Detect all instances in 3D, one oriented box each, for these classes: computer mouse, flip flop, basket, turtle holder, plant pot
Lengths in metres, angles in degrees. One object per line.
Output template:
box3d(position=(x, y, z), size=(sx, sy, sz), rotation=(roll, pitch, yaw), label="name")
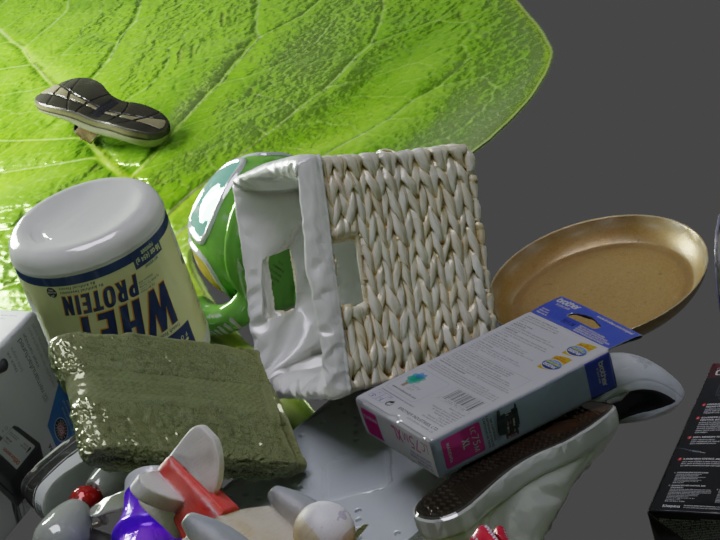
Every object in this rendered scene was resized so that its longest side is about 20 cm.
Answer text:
box3d(position=(0.163, 0.098, 1.632), size=(0.199, 0.044, 0.110), rotation=(-13, 25, -12), label="computer mouse")
box3d(position=(-0.306, -0.176, 2.403), size=(0.199, 0.058, 0.081), rotation=(21, 41, 29), label="flip flop")
box3d(position=(0.000, 0.000, 1.708), size=(0.160, 0.199, 0.200), rotation=(-8, 0, -21), label="basket")
box3d(position=(-0.100, -0.023, 1.954), size=(0.141, 0.187, 0.131), rotation=(0, 11, -45), label="turtle holder")
box3d(position=(0.212, 0.014, 1.801), size=(0.199, 0.028, 0.200), rotation=(-14, 30, 8), label="plant pot")

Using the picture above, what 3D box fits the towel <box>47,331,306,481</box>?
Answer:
box3d(position=(-0.148, 0.112, 1.647), size=(0.199, 0.037, 0.149), rotation=(6, 38, -30), label="towel")

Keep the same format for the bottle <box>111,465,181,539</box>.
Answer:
box3d(position=(-0.153, 0.240, 1.507), size=(0.065, 0.084, 0.201), rotation=(-7, 51, 3), label="bottle")

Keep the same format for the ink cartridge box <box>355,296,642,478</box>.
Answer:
box3d(position=(0.111, 0.088, 1.579), size=(0.199, 0.042, 0.119), rotation=(-27, 25, -20), label="ink cartridge box")

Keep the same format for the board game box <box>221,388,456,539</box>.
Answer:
box3d(position=(0.001, 0.174, 1.648), size=(0.199, 0.026, 0.200), rotation=(14, 43, 45), label="board game box")

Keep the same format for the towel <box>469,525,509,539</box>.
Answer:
box3d(position=(0.043, 0.273, 1.339), size=(0.200, 0.022, 0.145), rotation=(-52, 21, 13), label="towel")

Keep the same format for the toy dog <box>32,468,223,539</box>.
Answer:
box3d(position=(-0.180, 0.191, 1.653), size=(0.096, 0.132, 0.200), rotation=(34, 57, 6), label="toy dog")

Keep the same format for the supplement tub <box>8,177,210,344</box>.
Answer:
box3d(position=(-0.220, 0.033, 1.834), size=(0.144, 0.201, 0.145), rotation=(-14, 29, 8), label="supplement tub")

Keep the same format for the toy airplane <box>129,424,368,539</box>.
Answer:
box3d(position=(-0.070, 0.196, 1.448), size=(0.141, 0.199, 0.200), rotation=(-30, 35, 17), label="toy airplane")

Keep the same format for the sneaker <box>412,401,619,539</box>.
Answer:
box3d(position=(0.123, 0.170, 1.532), size=(0.200, 0.085, 0.073), rotation=(-31, 23, -31), label="sneaker")

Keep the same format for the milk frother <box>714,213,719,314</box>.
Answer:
box3d(position=(0.404, -0.023, 1.674), size=(0.187, 0.182, 0.200), rotation=(-4, -11, 23), label="milk frother")

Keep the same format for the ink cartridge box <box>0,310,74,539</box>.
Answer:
box3d(position=(-0.340, 0.149, 1.762), size=(0.083, 0.146, 0.200), rotation=(0, 34, 29), label="ink cartridge box")

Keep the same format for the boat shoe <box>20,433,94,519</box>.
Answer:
box3d(position=(-0.206, 0.145, 1.770), size=(0.200, 0.071, 0.064), rotation=(-32, 33, -20), label="boat shoe")

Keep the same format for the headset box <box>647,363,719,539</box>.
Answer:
box3d(position=(0.311, 0.141, 1.475), size=(0.148, 0.075, 0.200), rotation=(-1, 33, 28), label="headset box")
